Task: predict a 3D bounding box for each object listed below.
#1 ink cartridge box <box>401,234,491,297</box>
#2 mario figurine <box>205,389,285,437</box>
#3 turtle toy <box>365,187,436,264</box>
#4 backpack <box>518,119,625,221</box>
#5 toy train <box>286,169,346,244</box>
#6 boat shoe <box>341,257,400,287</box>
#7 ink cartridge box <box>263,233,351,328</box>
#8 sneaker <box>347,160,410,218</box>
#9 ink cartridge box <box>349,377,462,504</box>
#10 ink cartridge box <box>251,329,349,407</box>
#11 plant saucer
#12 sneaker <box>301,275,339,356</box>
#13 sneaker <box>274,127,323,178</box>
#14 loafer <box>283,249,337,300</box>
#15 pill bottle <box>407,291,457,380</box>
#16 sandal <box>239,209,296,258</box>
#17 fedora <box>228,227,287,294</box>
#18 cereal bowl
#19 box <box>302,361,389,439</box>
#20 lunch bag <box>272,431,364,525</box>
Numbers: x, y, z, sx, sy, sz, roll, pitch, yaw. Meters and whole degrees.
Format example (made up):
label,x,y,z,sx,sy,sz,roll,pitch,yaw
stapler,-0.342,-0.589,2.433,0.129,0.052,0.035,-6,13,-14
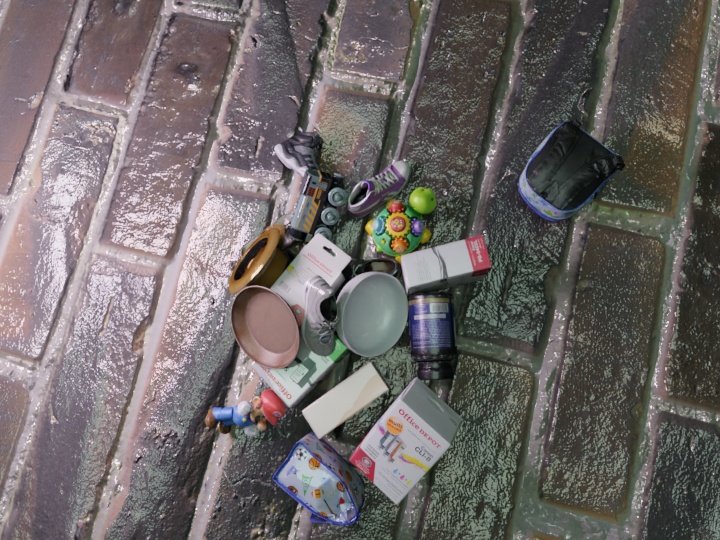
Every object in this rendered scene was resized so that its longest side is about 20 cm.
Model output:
label,x,y,z,sx,sy,sz,roll,pitch,yaw
ink cartridge box,0.198,-0.006,1.273,0.197,0.145,0.084,-13,78,1
mario figurine,-0.265,0.351,1.250,0.198,0.123,0.107,-19,88,21
turtle toy,0.109,-0.121,1.323,0.146,0.101,0.200,43,86,10
backpack,0.486,-0.224,1.286,0.183,0.147,0.200,43,82,9
toy train,-0.109,-0.154,1.321,0.113,0.085,0.202,16,111,-16
boat shoe,0.000,0.000,1.330,0.197,0.068,0.073,-4,80,6
ink cartridge box,-0.117,0.026,1.260,0.116,0.068,0.201,37,82,16
sneaker,0.049,-0.213,1.338,0.200,0.114,0.073,-43,78,-5
ink cartridge box,0.104,0.373,1.187,0.145,0.144,0.201,39,109,11
ink cartridge box,-0.144,0.211,1.296,0.147,0.083,0.200,44,86,10
plant saucer,-0.212,0.127,1.221,0.198,0.037,0.203,9,110,27
sneaker,-0.085,0.115,1.181,0.074,0.202,0.082,-24,36,-30
sneaker,-0.122,-0.287,1.383,0.200,0.076,0.114,42,83,8
loafer,-0.127,0.028,1.327,0.200,0.068,0.071,40,125,12
pill bottle,0.172,0.156,1.266,0.110,0.112,0.203,-3,80,4
sandal,-0.229,-0.085,1.367,0.199,0.055,0.082,-30,80,-1
fedora,-0.236,-0.008,1.282,0.082,0.200,0.202,37,84,-24
cereal bowl,0.015,0.099,1.274,0.198,0.083,0.203,-7,101,-36
box,-0.033,0.306,1.268,0.199,0.095,0.078,-36,80,0
lunch bag,-0.080,0.479,1.203,0.199,0.170,0.124,36,88,9
